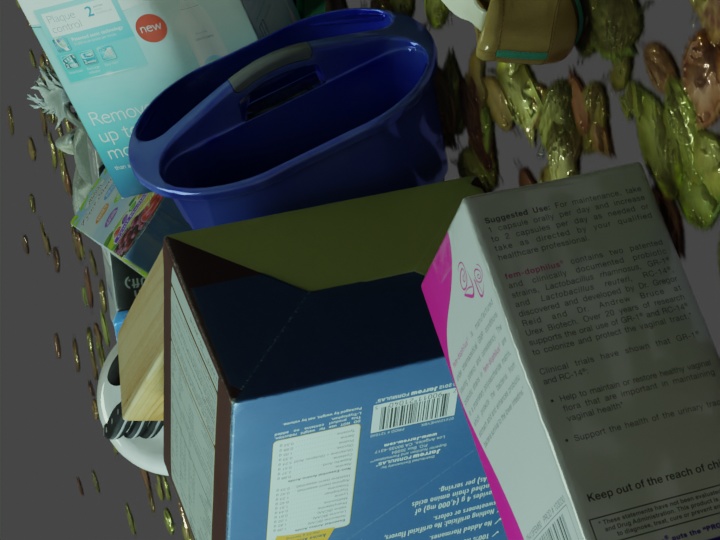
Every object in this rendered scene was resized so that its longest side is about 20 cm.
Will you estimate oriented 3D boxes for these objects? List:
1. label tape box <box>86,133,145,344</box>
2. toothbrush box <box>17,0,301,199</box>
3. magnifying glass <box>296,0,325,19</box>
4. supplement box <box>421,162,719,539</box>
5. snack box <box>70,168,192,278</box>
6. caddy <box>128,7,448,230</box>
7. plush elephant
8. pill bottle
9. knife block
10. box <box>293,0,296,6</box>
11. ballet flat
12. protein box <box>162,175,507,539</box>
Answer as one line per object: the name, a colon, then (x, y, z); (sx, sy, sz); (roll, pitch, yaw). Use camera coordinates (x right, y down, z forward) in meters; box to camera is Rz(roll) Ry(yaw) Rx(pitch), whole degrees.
label tape box: (-0.134, -0.019, 1.614); (0.066, 0.142, 0.202); (-135, 38, -70)
toothbrush box: (-0.125, -0.162, 1.321); (0.086, 0.145, 0.201); (-76, -31, -51)
magnifying glass: (-0.036, -0.194, 1.413); (0.080, 0.022, 0.202); (-143, 46, -66)
supplement box: (0.112, 0.064, 0.974); (0.101, 0.103, 0.201); (114, 139, -63)
snack box: (-0.113, -0.004, 1.480); (0.068, 0.168, 0.200); (-56, 19, -2)
caddy: (-0.042, -0.088, 1.225); (0.142, 0.199, 0.105); (52, 166, 50)
plush elephant: (-0.186, -0.117, 1.742); (0.200, 0.155, 0.165); (47, 118, -5)
pill bottle: (-0.129, 0.097, 1.537); (0.200, 0.116, 0.117); (58, -162, -84)
knife block: (-0.133, 0.060, 1.327); (0.200, 0.175, 0.064); (30, -133, -58)
box: (-0.092, -0.199, 1.507); (0.194, 0.047, 0.201); (89, 164, -48)
ballet flat: (0.054, -0.188, 1.059); (0.069, 0.063, 0.201); (100, 152, -49)
protein box: (-0.006, 0.077, 1.188); (0.201, 0.197, 0.135); (96, 156, -45)
